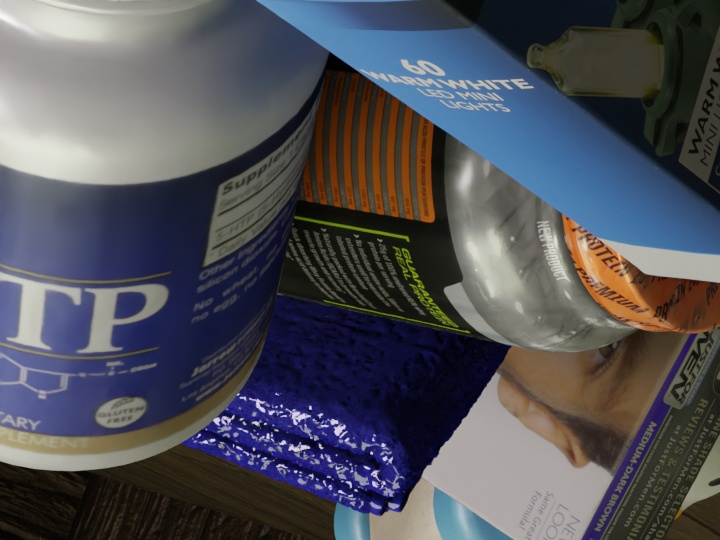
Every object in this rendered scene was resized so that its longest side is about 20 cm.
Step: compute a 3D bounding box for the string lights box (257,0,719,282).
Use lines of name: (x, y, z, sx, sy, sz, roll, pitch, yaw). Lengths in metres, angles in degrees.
string lights box: (0.050, -0.079, 0.577, 0.059, 0.104, 0.200, 8, 165, 42)

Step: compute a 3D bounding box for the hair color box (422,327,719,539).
hair color box: (0.044, 0.024, 0.958, 0.199, 0.110, 0.065, 31, -174, 35)

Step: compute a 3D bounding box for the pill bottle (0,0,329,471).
pill bottle: (-0.069, -0.050, 0.633, 0.119, 0.120, 0.201, 19, 142, 4)

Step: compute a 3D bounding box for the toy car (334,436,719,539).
toy car: (0.111, 0.071, 1.102, 0.198, 0.178, 0.184, 10, 169, -14)

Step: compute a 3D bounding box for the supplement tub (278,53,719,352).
supplement tub: (0.025, -0.044, 0.749, 0.199, 0.123, 0.122, 12, 167, 41)

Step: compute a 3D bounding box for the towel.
towel: (0.000, 0.000, 0.866, 0.147, 0.200, 0.050, 14, 130, 26)
